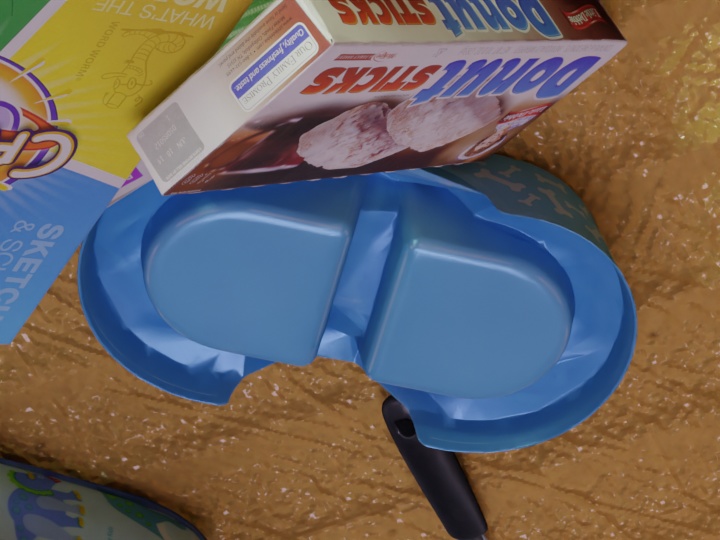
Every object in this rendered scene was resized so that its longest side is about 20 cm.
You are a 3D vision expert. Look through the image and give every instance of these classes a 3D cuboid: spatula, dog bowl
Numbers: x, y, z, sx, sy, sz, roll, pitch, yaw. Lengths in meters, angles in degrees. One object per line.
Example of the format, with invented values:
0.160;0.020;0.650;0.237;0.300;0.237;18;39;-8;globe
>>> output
0.048;0.121;0.954;0.056;0.021;0.200;-7;127;24;spatula
0.000;0.000;0.844;0.199;0.050;0.112;12;127;-7;dog bowl

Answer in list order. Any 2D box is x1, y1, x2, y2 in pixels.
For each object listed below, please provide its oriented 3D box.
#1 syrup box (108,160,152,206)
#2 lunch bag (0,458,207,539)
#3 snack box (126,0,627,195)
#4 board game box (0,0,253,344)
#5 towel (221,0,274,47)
-0.140;-0.084;0.707;0.081;0.079;0.200;-28;149;3;syrup box
-0.137;0.161;0.876;0.160;0.200;0.083;19;126;-12;lunch bag
0.012;-0.058;0.727;0.072;0.200;0.024;-40;76;27;snack box
-0.121;-0.059;0.640;0.153;0.040;0.200;4;138;-40;board game box
-0.008;-0.137;0.717;0.200;0.023;0.153;-32;124;0;towel
